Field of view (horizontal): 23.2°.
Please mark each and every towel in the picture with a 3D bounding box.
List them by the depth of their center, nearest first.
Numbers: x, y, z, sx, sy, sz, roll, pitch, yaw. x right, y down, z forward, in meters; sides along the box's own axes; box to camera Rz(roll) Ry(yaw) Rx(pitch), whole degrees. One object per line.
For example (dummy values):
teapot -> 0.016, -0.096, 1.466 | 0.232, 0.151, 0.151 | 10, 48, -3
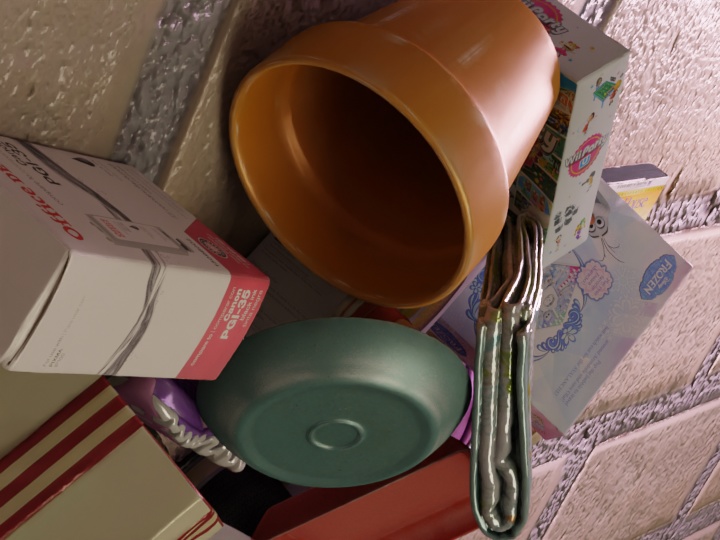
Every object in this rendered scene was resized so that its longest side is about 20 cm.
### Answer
towel -> 0.113, 0.077, 1.326 | 0.171, 0.048, 0.201 | -73, 166, -61

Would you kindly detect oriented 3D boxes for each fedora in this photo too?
fedora -> -0.115, 0.233, 1.495 | 0.200, 0.092, 0.201 | -37, 150, -25

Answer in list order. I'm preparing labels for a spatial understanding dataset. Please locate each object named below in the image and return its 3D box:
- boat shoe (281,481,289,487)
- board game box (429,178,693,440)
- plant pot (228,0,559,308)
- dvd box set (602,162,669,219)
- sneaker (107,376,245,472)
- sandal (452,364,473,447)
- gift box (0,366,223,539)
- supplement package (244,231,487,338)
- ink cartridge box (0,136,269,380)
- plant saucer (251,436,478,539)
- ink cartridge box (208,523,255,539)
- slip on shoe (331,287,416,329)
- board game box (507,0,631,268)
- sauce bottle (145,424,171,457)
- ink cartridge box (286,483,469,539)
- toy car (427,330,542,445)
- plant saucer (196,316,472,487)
boat shoe -> -0.059, 0.242, 1.616 | 0.200, 0.072, 0.076 | -55, 152, 8
board game box -> 0.151, 0.003, 1.483 | 0.200, 0.199, 0.043 | -49, -175, -21
plant pot -> 0.041, -0.107, 1.223 | 0.183, 0.200, 0.201 | -45, 155, -36
dvd box set -> 0.223, -0.015, 1.767 | 0.146, 0.029, 0.200 | -9, 132, -52
sneaker -> -0.124, 0.090, 1.336 | 0.089, 0.080, 0.200 | -56, 158, -3
sandal -> 0.108, 0.083, 1.504 | 0.082, 0.050, 0.203 | 30, 76, -23
gift box -> -0.221, 0.149, 1.135 | 0.187, 0.200, 0.185 | -41, 164, -10
supplement package -> 0.000, 0.000, 1.365 | 0.200, 0.109, 0.114 | -48, 153, -5
ink cartridge box -> -0.172, -0.007, 1.057 | 0.083, 0.146, 0.200 | -58, 152, 12
plant saucer -> 0.022, 0.200, 1.464 | 0.199, 0.037, 0.200 | -26, 154, 9
ink cartridge box -> -0.168, 0.244, 1.308 | 0.200, 0.085, 0.146 | 31, 115, -24
slip on shoe -> 0.016, 0.089, 1.312 | 0.074, 0.061, 0.200 | -39, 152, -23
board game box -> 0.122, -0.121, 1.359 | 0.064, 0.147, 0.200 | -31, 147, -29
sauce bottle -> -0.154, 0.212, 1.376 | 0.065, 0.065, 0.201 | -36, 126, -26
ink cartridge box -> 0.039, 0.177, 1.547 | 0.200, 0.099, 0.039 | -39, -163, 12
toy car -> 0.086, 0.067, 1.594 | 0.164, 0.158, 0.200 | -42, 125, -6
plant saucer -> -0.018, 0.105, 1.254 | 0.199, 0.036, 0.200 | -2, 143, -1
